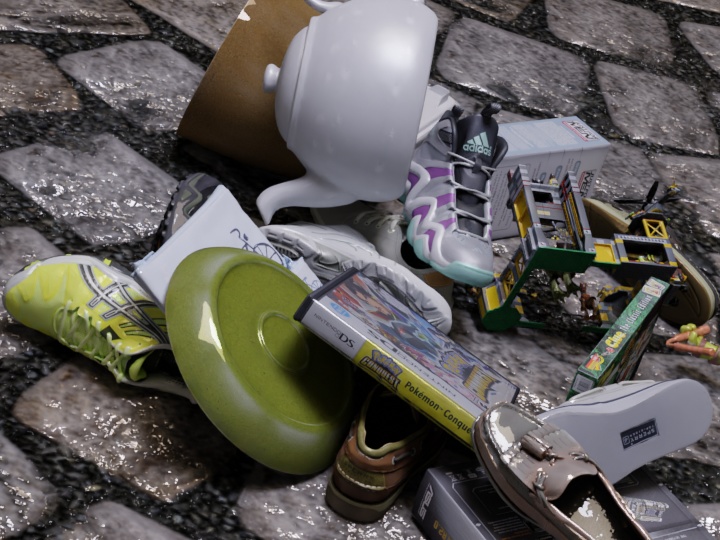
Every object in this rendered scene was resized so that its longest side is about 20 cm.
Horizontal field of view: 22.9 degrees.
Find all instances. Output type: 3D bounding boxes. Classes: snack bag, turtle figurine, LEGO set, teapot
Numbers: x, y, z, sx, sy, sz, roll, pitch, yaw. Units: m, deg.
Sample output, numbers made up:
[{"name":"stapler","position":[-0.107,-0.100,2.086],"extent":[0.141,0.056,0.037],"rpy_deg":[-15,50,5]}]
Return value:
[{"name":"snack bag","position":[-0.084,0.033,1.454],"extent":[0.200,0.021,0.189],"rpy_deg":[51,31,-8]},{"name":"turtle figurine","position":[0.386,0.092,1.647],"extent":[0.199,0.065,0.161],"rpy_deg":[17,22,16]},{"name":"LEGO set","position":[0.196,-0.022,1.648],"extent":[0.198,0.154,0.117],"rpy_deg":[1,51,-13]},{"name":"teapot","position":[-0.015,-0.165,1.601],"extent":[0.145,0.198,0.201],"rpy_deg":[12,40,-1]}]

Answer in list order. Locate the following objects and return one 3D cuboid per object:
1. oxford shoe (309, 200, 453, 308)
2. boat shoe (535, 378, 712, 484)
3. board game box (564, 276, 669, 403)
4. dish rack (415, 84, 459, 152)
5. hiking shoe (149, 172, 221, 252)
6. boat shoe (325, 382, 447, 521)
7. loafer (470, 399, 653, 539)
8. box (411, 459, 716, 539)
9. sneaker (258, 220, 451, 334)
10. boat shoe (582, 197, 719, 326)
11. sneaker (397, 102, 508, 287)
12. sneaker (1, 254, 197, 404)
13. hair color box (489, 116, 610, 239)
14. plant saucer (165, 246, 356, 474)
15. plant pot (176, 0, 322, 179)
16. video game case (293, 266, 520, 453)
[{"name":"oxford shoe","position":[0.024,-0.030,1.669],"extent":[0.075,0.058,0.200],"rpy_deg":[-11,40,-36]},{"name":"boat shoe","position":[0.182,0.126,1.396],"extent":[0.199,0.073,0.066],"rpy_deg":[-20,11,-26]},{"name":"board game box","position":[0.212,0.088,1.527],"extent":[0.023,0.105,0.200],"rpy_deg":[27,31,15]},{"name":"dish rack","position":[0.012,-0.178,1.912],"extent":[0.171,0.044,0.200],"rpy_deg":[28,34,16]},{"name":"hiking shoe","position":[-0.133,-0.005,1.549],"extent":[0.100,0.076,0.201],"rpy_deg":[21,39,-10]},{"name":"boat shoe","position":[0.034,0.121,1.421],"extent":[0.071,0.068,0.200],"rpy_deg":[21,31,6]},{"name":"loafer","position":[0.161,0.167,1.281],"extent":[0.072,0.063,0.200],"rpy_deg":[-32,73,-27]},{"name":"box","position":[0.163,0.205,1.371],"extent":[0.199,0.049,0.158],"rpy_deg":[-7,39,-34]},{"name":"sneaker","position":[0.000,0.000,1.593],"extent":[0.199,0.078,0.099],"rpy_deg":[27,29,13]},{"name":"boat shoe","position":[0.290,-0.017,1.765],"extent":[0.064,0.074,0.200],"rpy_deg":[-15,43,-35]},{"name":"sneaker","position":[0.096,-0.085,1.605],"extent":[0.077,0.140,0.200],"rpy_deg":[17,26,-28]},{"name":"sneaker","position":[-0.193,0.046,1.420],"extent":[0.198,0.076,0.077],"rpy_deg":[17,29,1]},{"name":"hair color box","position":[0.150,-0.091,1.786],"extent":[0.199,0.100,0.061],"rpy_deg":[-9,38,-37]},{"name":"plant saucer","position":[-0.068,0.063,1.400],"extent":[0.199,0.031,0.201],"rpy_deg":[34,38,-32]},{"name":"plant pot","position":[-0.050,-0.165,1.752],"extent":[0.199,0.187,0.187],"rpy_deg":[30,31,-3]},{"name":"video game case","position":[0.043,0.068,1.433],"extent":[0.180,0.026,0.200],"rpy_deg":[36,11,4]}]
